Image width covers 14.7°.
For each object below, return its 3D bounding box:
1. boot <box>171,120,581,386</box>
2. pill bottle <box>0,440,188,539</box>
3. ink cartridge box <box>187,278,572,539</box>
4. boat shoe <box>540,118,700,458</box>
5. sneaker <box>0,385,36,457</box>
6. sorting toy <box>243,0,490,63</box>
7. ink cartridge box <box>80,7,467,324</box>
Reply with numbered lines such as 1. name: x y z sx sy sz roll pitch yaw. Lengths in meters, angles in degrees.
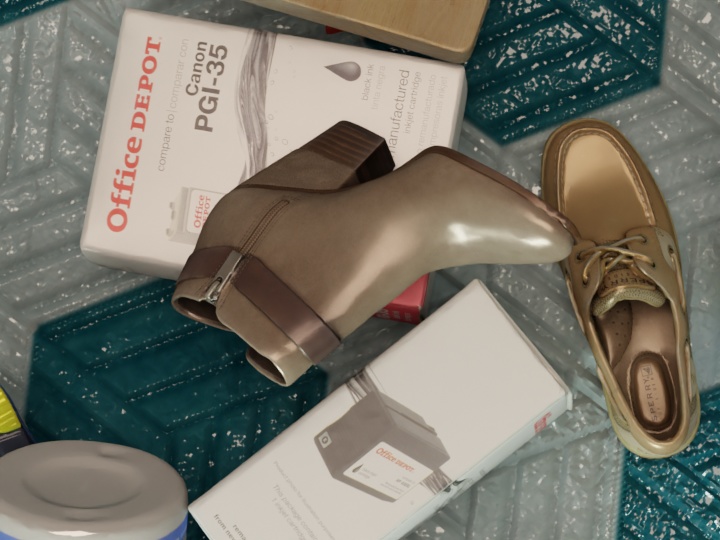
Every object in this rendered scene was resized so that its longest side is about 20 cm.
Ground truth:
1. boot: 0.000 0.000 1.469 0.200 0.070 0.146 22 64 41
2. pill bottle: -0.154 0.204 1.512 0.114 0.114 0.200 7 111 4
3. ink cartridge box: 0.014 0.102 1.534 0.200 0.145 0.084 -38 83 -1
4. boat shoe: 0.152 0.007 1.575 0.071 0.065 0.200 -17 84 2
5. sneaker: -0.200 0.137 1.586 0.074 0.082 0.200 -23 103 -11
6. sorting toy: -0.003 -0.225 1.591 0.199 0.070 0.200 17 72 7
7. ink cartridge box: -0.049 -0.058 1.585 0.200 0.083 0.147 10 86 4
